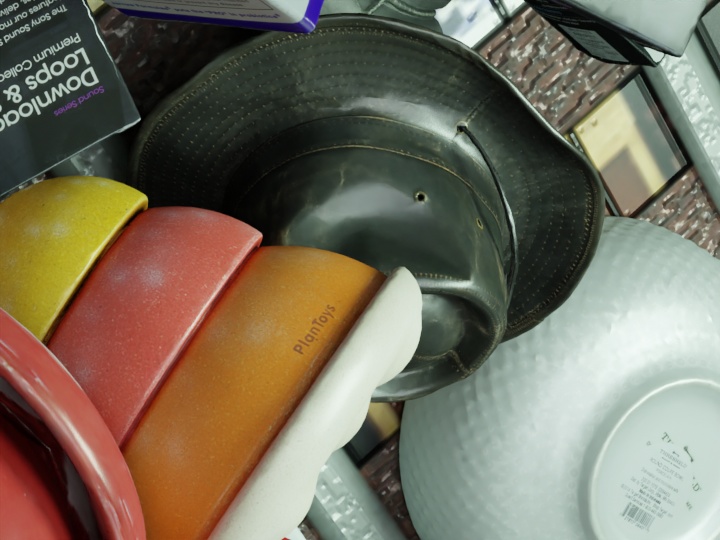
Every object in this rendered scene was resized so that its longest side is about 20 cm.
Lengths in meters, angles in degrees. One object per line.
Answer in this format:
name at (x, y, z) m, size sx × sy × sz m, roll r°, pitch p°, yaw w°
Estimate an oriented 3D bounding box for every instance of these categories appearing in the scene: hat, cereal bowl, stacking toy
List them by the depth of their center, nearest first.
stacking toy at (-0.091, 0.013, 0.765) m, size 0.200 × 0.146 × 0.146 m, roll 35°, pitch 87°, yaw 2°
hat at (0.000, 0.000, 0.858) m, size 0.200 × 0.081 × 0.201 m, roll 1°, pitch 136°, yaw 1°
cereal bowl at (0.122, 0.080, 1.006) m, size 0.199 × 0.083 × 0.201 m, roll -11°, pitch 112°, yaw -28°

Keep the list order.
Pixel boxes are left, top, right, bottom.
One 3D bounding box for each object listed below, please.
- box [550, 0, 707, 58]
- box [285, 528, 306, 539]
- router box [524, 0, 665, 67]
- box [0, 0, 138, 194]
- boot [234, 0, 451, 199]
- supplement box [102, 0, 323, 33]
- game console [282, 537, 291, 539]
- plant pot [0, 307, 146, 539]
box at (0.098, -0.193, 0.776) m, size 0.143 × 0.036 × 0.201 m, roll 19°, pitch 100°, yaw -31°
box at (-0.106, 0.175, 0.889) m, size 0.200 × 0.106 × 0.153 m, roll -39°, pitch 122°, yaw -13°
router box at (0.105, -0.203, 0.844) m, size 0.150 × 0.062 × 0.200 m, roll 36°, pitch 84°, yaw -31°
box at (-0.181, -0.105, 0.771) m, size 0.143 × 0.036 × 0.201 m, roll -29°, pitch 121°, yaw -11°
boot at (0.052, -0.139, 0.907) m, size 0.200 × 0.072 × 0.182 m, roll -51°, pitch 126°, yaw -14°
supplement box at (-0.092, -0.166, 0.705) m, size 0.200 × 0.103 × 0.102 m, roll 29°, pitch 76°, yaw -47°
game console at (-0.081, 0.211, 0.839) m, size 0.176 × 0.031 × 0.201 m, roll -18°, pitch 114°, yaw -19°
plant pot at (-0.180, 0.106, 0.682) m, size 0.183 × 0.200 × 0.201 m, roll -50°, pitch 129°, yaw -41°
